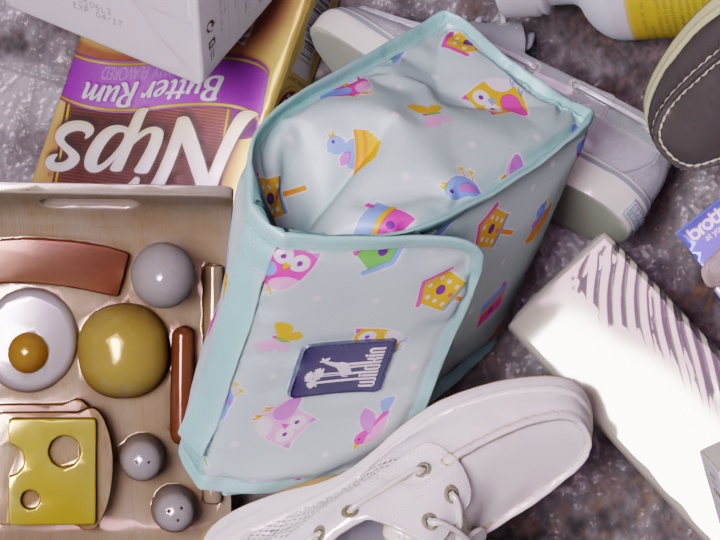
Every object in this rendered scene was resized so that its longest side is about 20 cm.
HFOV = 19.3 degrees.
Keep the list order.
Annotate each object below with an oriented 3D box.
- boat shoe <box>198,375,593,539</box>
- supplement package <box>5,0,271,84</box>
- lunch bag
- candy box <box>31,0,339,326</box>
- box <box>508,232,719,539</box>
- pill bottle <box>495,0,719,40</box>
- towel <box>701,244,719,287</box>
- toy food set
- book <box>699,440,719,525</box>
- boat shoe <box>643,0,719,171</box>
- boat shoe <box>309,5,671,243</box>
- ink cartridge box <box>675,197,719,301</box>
[{"bbox_3d":[0.023,0.118,0.954,0.199,0.071,0.069,-28,35,0],"label":"boat shoe"},{"bbox_3d":[-0.079,-0.214,1.044,0.121,0.120,0.200,22,53,18],"label":"supplement package"},{"bbox_3d":[0.000,0.000,0.973,0.122,0.200,0.171,35,134,16],"label":"lunch bag"},{"bbox_3d":[-0.096,-0.081,1.113,0.116,0.056,0.201,18,90,16],"label":"candy box"},{"bbox_3d":[0.164,0.079,1.009,0.068,0.082,0.200,-44,76,5],"label":"box"},{"bbox_3d":[0.164,-0.170,1.022,0.198,0.112,0.113,-3,82,15],"label":"pill bottle"},{"bbox_3d":[0.241,-0.059,0.908,0.200,0.191,0.032,-44,90,-4],"label":"towel"},{"bbox_3d":[-0.133,0.058,1.037,0.142,0.060,0.202,0,91,-6],"label":"toy food set"},{"bbox_3d":[0.237,0.149,0.929,0.133,0.048,0.201,-19,110,-4],"label":"book"},{"bbox_3d":[0.206,-0.101,0.952,0.072,0.066,0.200,40,127,-21],"label":"boat shoe"},{"bbox_3d":[0.069,-0.089,1.069,0.200,0.070,0.072,32,72,18],"label":"boat shoe"},{"bbox_3d":[0.256,0.027,1.009,0.119,0.042,0.200,-38,78,6],"label":"ink cartridge box"}]
